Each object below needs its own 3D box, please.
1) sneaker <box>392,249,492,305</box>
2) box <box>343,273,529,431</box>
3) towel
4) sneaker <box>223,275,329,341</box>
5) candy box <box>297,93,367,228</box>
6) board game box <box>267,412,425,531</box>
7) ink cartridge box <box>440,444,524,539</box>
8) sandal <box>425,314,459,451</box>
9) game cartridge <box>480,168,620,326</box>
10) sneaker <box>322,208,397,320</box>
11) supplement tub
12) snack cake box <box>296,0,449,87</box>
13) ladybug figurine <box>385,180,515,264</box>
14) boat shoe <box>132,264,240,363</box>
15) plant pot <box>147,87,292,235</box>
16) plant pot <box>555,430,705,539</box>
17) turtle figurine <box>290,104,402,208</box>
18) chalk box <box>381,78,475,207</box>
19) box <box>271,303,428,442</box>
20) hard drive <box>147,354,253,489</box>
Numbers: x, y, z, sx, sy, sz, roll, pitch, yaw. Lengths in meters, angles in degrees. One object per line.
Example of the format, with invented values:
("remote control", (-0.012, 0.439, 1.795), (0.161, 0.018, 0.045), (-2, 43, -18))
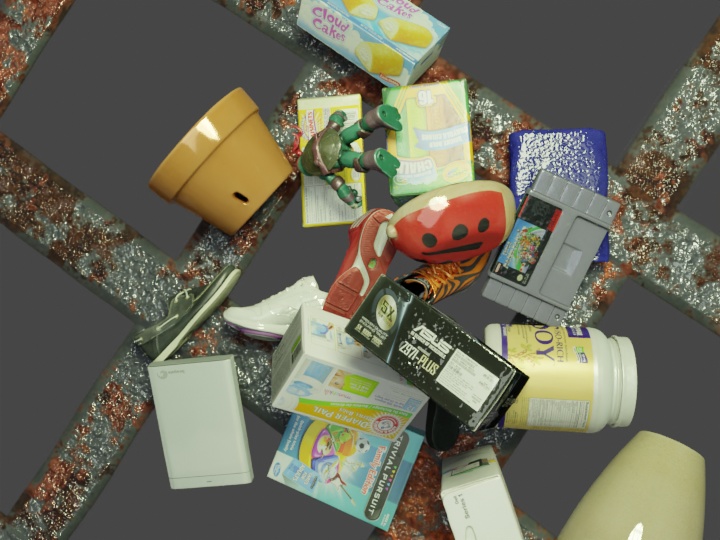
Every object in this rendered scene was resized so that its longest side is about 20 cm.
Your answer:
("sneaker", (0.113, 0.014, 1.082), (0.200, 0.112, 0.078), (-40, 84, 4))
("box", (0.100, 0.105, 0.926), (0.199, 0.164, 0.086), (36, 92, 21))
("towel", (0.292, -0.108, 1.101), (0.146, 0.050, 0.202), (0, 89, 4))
("sneaker", (-0.109, 0.058, 1.136), (0.198, 0.075, 0.101), (2, 78, 0))
("candy box", (-0.043, -0.169, 1.153), (0.101, 0.026, 0.202), (-3, 87, 10))
("board game box", (-0.021, 0.277, 1.119), (0.198, 0.047, 0.152), (22, 90, 8))
("ink cartridge box", (0.170, 0.338, 1.016), (0.083, 0.200, 0.146), (-19, 86, 6))
("sandal", (0.135, 0.166, 1.091), (0.048, 0.075, 0.203), (4, 96, 50))
("game cartridge", (0.267, -0.030, 1.058), (0.129, 0.038, 0.202), (22, 103, -5))
("sneaker", (0.000, 0.000, 1.102), (0.078, 0.116, 0.201), (28, 97, -11))
("supplement tub", (0.271, 0.151, 1.040), (0.198, 0.145, 0.147), (2, 87, 7))
("snack cake box", (0.019, -0.365, 1.108), (0.199, 0.067, 0.115), (35, 56, 7))
("ladybug figurine", (0.129, -0.059, 1.011), (0.198, 0.136, 0.072), (-12, 60, -18))
("boat shoe", (-0.268, 0.059, 1.147), (0.200, 0.072, 0.068), (-44, 87, 5))
("plant pot", (-0.196, -0.148, 1.099), (0.140, 0.200, 0.200), (44, 93, -9))
("plant pot", (0.391, 0.333, 1.014), (0.186, 0.187, 0.201), (28, 77, 7))
("turtle figurine", (-0.028, -0.163, 1.054), (0.199, 0.100, 0.151), (-9, 90, 48))
("chalk box", (0.103, -0.160, 1.086), (0.123, 0.124, 0.202), (-6, 86, 7))
("box", (-0.014, 0.146, 1.041), (0.198, 0.102, 0.113), (20, 123, -20))
("hard drive", (-0.243, 0.233, 1.133), (0.130, 0.027, 0.202), (-6, 101, 7))
